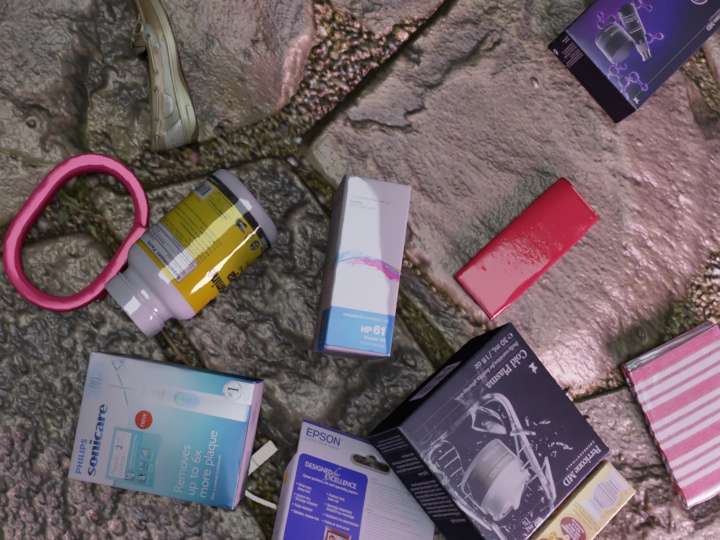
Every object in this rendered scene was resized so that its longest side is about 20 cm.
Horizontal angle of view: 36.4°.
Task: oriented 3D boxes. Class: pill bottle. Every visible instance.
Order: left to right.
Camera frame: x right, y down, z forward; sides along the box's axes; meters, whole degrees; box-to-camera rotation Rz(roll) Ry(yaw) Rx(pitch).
[{"bbox_3d":[-0.203,-0.016,1.303,0.200,0.112,0.113,-42,90,-9],"label":"pill bottle"}]

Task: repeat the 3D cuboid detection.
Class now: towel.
[{"bbox_3d":[0.437,0.184,1.414,0.144,0.030,0.203,-24,90,-10],"label":"towel"}]

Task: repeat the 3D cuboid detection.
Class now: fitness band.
[{"bbox_3d":[-0.343,-0.046,1.328,0.143,0.037,0.201,35,79,0],"label":"fitness band"}]

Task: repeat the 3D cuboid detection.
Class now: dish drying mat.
[{"bbox_3d":[0.215,-0.029,1.410,0.200,0.018,0.077,-42,90,-9],"label":"dish drying mat"}]

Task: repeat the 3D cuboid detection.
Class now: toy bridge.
[{"bbox_3d":[-0.130,0.232,1.328,0.067,0.027,0.201,-39,89,-10],"label":"toy bridge"}]

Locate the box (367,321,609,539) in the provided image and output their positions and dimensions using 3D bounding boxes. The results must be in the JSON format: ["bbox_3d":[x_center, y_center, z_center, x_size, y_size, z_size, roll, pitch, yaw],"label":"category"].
[{"bbox_3d":[0.151,0.207,1.305,0.199,0.124,0.198,-39,92,-22],"label":"box"}]

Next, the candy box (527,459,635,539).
[{"bbox_3d":[0.231,0.315,1.323,0.200,0.115,0.055,-43,90,-10],"label":"candy box"}]

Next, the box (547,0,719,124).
[{"bbox_3d":[0.368,-0.316,1.435,0.200,0.079,0.141,-44,93,-10],"label":"box"}]

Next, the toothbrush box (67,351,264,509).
[{"bbox_3d":[-0.224,0.182,1.275,0.196,0.085,0.149,11,86,4],"label":"toothbrush box"}]

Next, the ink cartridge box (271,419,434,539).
[{"bbox_3d":[-0.006,0.304,1.300,0.195,0.047,0.203,21,54,-15],"label":"ink cartridge box"}]

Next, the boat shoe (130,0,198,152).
[{"bbox_3d":[-0.254,-0.249,1.344,0.062,0.073,0.204,-16,93,-14],"label":"boat shoe"}]

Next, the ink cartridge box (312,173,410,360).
[{"bbox_3d":[0.000,0.000,1.312,0.083,0.145,0.204,7,83,-7],"label":"ink cartridge box"}]
